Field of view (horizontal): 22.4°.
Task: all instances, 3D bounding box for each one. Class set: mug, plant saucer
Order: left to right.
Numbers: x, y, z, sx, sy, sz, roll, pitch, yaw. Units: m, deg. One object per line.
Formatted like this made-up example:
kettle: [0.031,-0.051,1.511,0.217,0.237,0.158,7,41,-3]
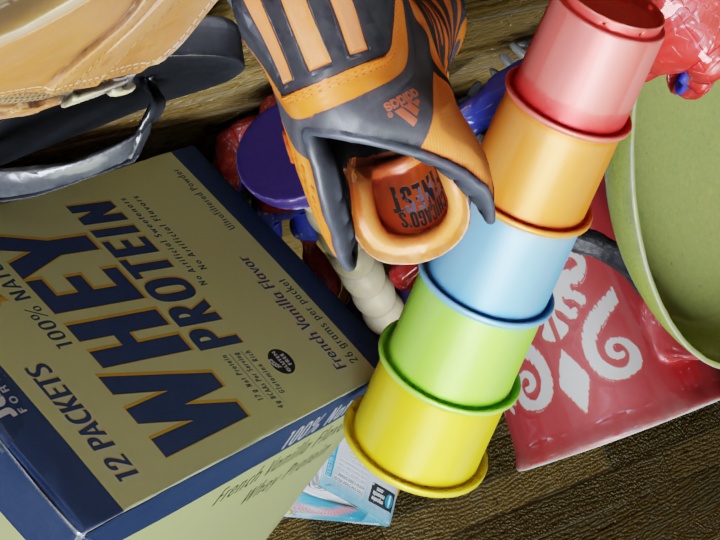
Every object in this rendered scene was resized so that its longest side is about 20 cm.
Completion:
mug: [0.138,-0.006,1.056,0.177,0.200,0.133,-24,172,26]
plant saucer: [0.160,-0.057,0.802,0.031,0.200,0.200,5,-168,40]

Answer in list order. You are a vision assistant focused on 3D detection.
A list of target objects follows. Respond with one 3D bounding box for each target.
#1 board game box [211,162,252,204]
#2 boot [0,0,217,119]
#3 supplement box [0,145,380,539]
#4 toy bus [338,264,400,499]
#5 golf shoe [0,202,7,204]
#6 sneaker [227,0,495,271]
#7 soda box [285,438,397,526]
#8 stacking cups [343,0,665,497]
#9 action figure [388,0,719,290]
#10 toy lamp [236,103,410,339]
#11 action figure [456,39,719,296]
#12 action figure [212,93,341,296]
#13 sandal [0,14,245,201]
board game box: [-0.113,-0.017,0.978,0.095,0.030,0.200,-19,176,-20]
boot: [-0.069,-0.076,0.406,0.200,0.074,0.155,-10,180,37]
supplement box: [-0.128,0.082,0.729,0.200,0.134,0.200,-24,156,-53]
toy bus: [0.024,0.022,0.968,0.065,0.200,0.078,23,164,-11]
golf shoe: [-0.201,0.020,0.792,0.088,0.077,0.200,-23,176,-26]
sneaker: [0.004,-0.054,0.613,0.077,0.112,0.200,-21,175,15]
soda box: [-0.075,0.076,0.870,0.200,0.069,0.064,-1,157,36]
stacking cups: [0.053,-0.008,0.649,0.060,0.061,0.200,-14,139,-42]
action figure: [0.086,-0.076,0.691,0.200,0.065,0.099,-36,-175,37]
toy lamp: [0.000,0.000,0.830,0.058,0.058,0.200,-21,147,7]
action figure: [0.068,-0.051,0.871,0.200,0.102,0.119,17,-120,33]
action figure: [-0.035,-0.030,0.873,0.065,0.052,0.200,-19,155,-8]
sandal: [-0.129,-0.039,0.643,0.200,0.043,0.076,-21,174,9]
